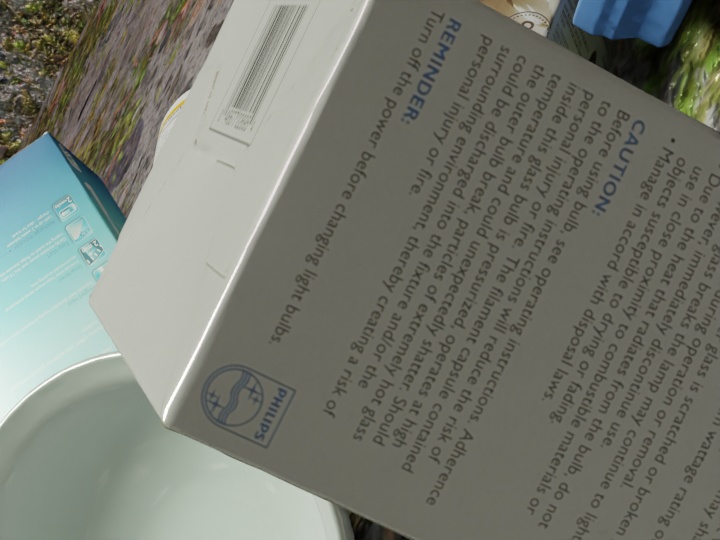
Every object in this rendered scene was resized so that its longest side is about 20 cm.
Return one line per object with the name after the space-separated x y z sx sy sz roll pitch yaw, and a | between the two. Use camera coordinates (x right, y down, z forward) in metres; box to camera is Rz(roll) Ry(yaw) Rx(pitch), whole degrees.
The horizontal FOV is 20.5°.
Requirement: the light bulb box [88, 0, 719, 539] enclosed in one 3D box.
0.045 0.012 0.563 0.125 0.200 0.198 -63 15 2 | light bulb box

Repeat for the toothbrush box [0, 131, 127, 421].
-0.163 0.053 1.066 0.146 0.200 0.085 -36 -21 2 | toothbrush box

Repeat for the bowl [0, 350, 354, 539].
-0.078 0.137 0.902 0.201 0.201 0.090 -63 -23 8 | bowl

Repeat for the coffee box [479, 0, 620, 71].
0.059 -0.142 0.862 0.200 0.114 0.080 -69 -27 -22 | coffee box

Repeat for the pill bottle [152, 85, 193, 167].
-0.083 -0.056 1.281 0.104 0.104 0.200 -57 17 30 | pill bottle

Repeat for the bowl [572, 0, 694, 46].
0.137 -0.175 0.740 0.201 0.039 0.201 24 -90 -86 | bowl
